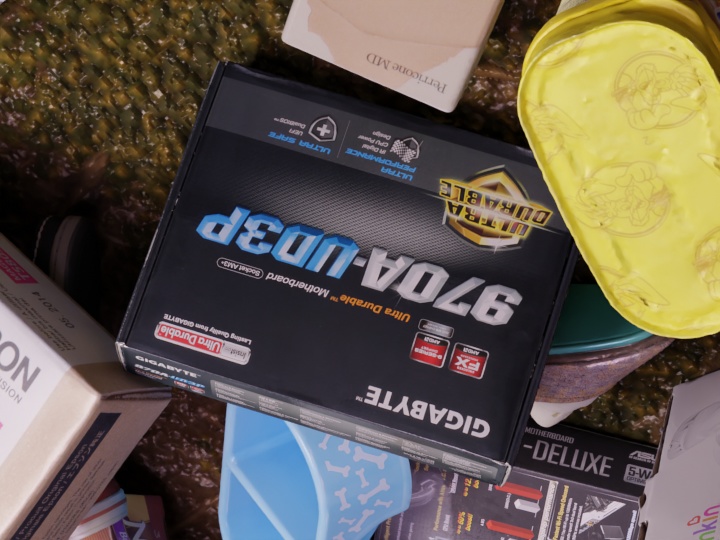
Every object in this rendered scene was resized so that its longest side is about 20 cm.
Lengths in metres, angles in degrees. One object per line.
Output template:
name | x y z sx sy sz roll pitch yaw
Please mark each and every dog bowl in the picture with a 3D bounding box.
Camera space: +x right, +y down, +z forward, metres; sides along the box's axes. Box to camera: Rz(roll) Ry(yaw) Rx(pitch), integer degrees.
dog bowl | -0.029 0.120 1.273 0.112 0.050 0.200 49 149 31

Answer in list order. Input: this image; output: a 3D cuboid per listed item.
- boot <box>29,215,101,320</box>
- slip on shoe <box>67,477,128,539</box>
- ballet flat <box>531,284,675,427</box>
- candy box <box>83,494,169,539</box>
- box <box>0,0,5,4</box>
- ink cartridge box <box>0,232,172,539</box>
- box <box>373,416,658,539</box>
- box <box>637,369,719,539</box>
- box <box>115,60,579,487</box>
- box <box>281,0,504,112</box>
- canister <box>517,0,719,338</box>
boot | -0.225 0.039 1.316 0.150 0.073 0.200 17 132 3
slip on shoe | -0.211 0.128 1.307 0.200 0.074 0.061 -18 95 36
ballet flat | 0.075 0.047 1.242 0.200 0.068 0.067 0 126 28
candy box | -0.190 0.212 1.381 0.200 0.056 0.117 -25 70 30
box | -0.248 -0.195 1.150 0.137 0.038 0.200 -41 107 -5
ink cartridge box | -0.222 0.063 1.228 0.200 0.075 0.165 41 106 21
box | 0.084 0.173 1.324 0.157 0.050 0.200 13 124 8
box | 0.216 0.165 1.190 0.097 0.200 0.177 -19 114 25
box | 0.000 0.000 1.176 0.200 0.159 0.046 17 162 5
box | 0.042 -0.183 1.091 0.095 0.078 0.200 22 125 2
canister | 0.143 -0.087 1.049 0.086 0.200 0.149 -17 116 25
